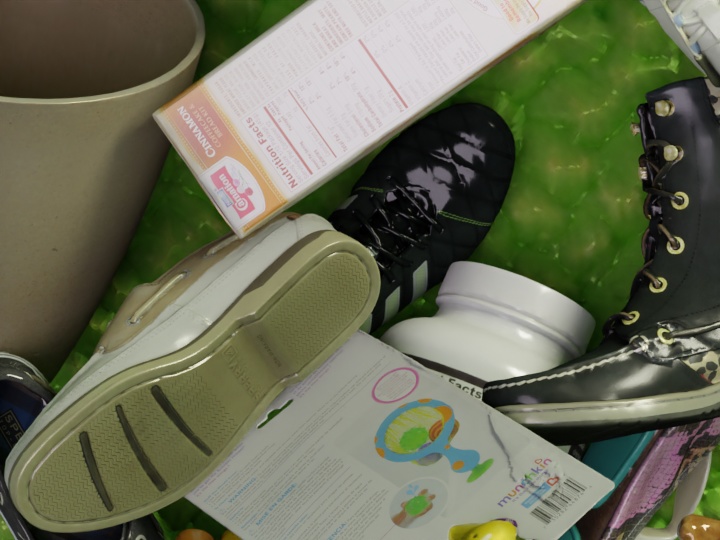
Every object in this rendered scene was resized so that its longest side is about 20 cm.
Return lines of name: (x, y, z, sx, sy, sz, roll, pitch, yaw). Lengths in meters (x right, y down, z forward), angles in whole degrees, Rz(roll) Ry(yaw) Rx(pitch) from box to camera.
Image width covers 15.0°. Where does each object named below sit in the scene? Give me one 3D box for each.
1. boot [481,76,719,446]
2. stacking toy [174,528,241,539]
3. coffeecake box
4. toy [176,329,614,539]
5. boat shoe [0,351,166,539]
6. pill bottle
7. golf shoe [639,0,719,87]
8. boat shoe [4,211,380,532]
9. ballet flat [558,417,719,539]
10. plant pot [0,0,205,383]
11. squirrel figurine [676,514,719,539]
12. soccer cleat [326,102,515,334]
boot: (0.136, -0.005, 1.258, 0.203, 0.073, 0.154, -10, 84, -20)
stacking toy: (-0.036, 0.168, 1.377, 0.200, 0.110, 0.116, -14, 108, 0)
coffeecake box: (0.020, -0.110, 1.261, 0.200, 0.154, 0.073, -34, 93, 18)
toy: (0.017, 0.106, 1.206, 0.115, 0.200, 0.047, -42, 124, -15)
boat shoe: (-0.125, 0.126, 1.284, 0.070, 0.066, 0.200, -30, 95, -10)
pill bottle: (0.040, 0.102, 1.302, 0.112, 0.112, 0.200, 22, 79, 7)
golf shoe: (0.152, -0.129, 1.179, 0.078, 0.200, 0.097, -33, 53, 25)
boat shoe: (-0.085, 0.046, 1.258, 0.200, 0.068, 0.075, -35, 127, -18)
ballet flat: (0.122, 0.125, 1.341, 0.071, 0.069, 0.200, 28, 107, -28)
plant pot: (-0.180, -0.042, 1.324, 0.187, 0.187, 0.200, 16, 122, 9)
squirrel figurine: (0.199, 0.200, 1.267, 0.141, 0.200, 0.187, 5, 112, 16)
soccer cleat: (0.000, 0.000, 1.328, 0.068, 0.081, 0.200, 44, 108, 0)
